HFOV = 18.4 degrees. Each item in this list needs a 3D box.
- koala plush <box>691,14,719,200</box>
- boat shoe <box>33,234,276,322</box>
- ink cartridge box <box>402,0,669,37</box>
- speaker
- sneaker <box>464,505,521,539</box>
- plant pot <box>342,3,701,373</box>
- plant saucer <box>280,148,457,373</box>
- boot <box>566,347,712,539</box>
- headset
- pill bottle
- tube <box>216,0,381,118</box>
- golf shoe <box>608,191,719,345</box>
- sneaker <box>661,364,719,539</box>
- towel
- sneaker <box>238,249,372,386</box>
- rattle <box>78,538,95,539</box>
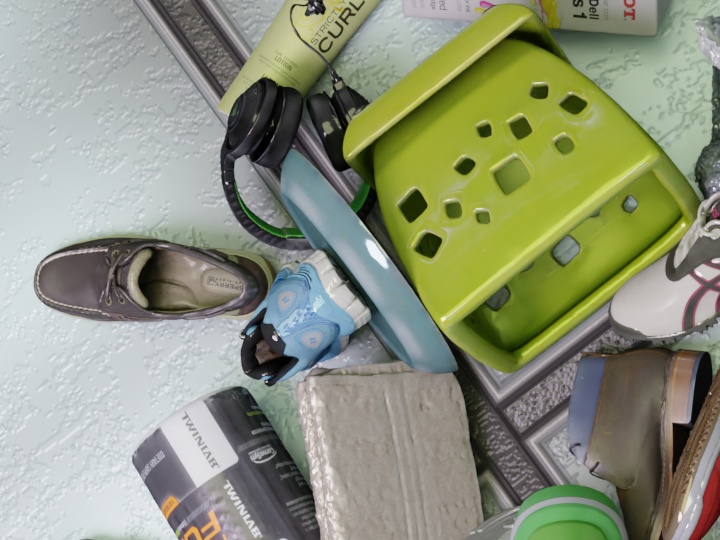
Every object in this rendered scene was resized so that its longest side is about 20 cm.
[{"bbox_3d":[0.313,-0.145,1.563,0.177,0.200,0.185,-5,81,14],"label":"koala plush"},{"bbox_3d":[-0.167,0.004,1.731,0.199,0.065,0.074,-1,84,15],"label":"boat shoe"},{"bbox_3d":[0.132,-0.260,1.646,0.199,0.145,0.084,6,41,15],"label":"ink cartridge box"},{"bbox_3d":[0.144,0.244,1.504,0.088,0.089,0.200,-10,43,12],"label":"speaker"},{"bbox_3d":[0.082,0.240,1.592,0.200,0.076,0.081,-30,97,-30],"label":"sneaker"},{"bbox_3d":[0.110,-0.066,1.610,0.199,0.200,0.182,-38,70,7],"label":"plant pot"},{"bbox_3d":[0.000,0.000,1.604,0.027,0.200,0.200,-38,75,-5],"label":"plant saucer"},{"bbox_3d":[0.193,0.151,1.627,0.097,0.075,0.201,8,75,24],"label":"boot"},{"bbox_3d":[-0.044,-0.117,1.695,0.123,0.094,0.201,1,113,-12],"label":"headset"},{"bbox_3d":[-0.079,0.195,1.663,0.106,0.106,0.200,-35,76,7],"label":"pill bottle"},{"bbox_3d":[-0.037,-0.193,1.735,0.200,0.058,0.052,-54,41,-2],"label":"tube"},{"bbox_3d":[0.256,-0.016,1.599,0.200,0.088,0.077,-27,36,26],"label":"golf shoe"},{"bbox_3d":[0.291,0.128,1.565,0.112,0.071,0.200,28,60,1],"label":"sneaker"},{"bbox_3d":[0.025,0.165,1.640,0.132,0.034,0.201,-4,80,-28],"label":"towel"},{"bbox_3d":[-0.058,0.042,1.632,0.090,0.200,0.078,-36,85,-14],"label":"sneaker"},{"bbox_3d":[-0.167,0.275,1.662,0.200,0.143,0.130,30,72,22],"label":"rattle"}]
